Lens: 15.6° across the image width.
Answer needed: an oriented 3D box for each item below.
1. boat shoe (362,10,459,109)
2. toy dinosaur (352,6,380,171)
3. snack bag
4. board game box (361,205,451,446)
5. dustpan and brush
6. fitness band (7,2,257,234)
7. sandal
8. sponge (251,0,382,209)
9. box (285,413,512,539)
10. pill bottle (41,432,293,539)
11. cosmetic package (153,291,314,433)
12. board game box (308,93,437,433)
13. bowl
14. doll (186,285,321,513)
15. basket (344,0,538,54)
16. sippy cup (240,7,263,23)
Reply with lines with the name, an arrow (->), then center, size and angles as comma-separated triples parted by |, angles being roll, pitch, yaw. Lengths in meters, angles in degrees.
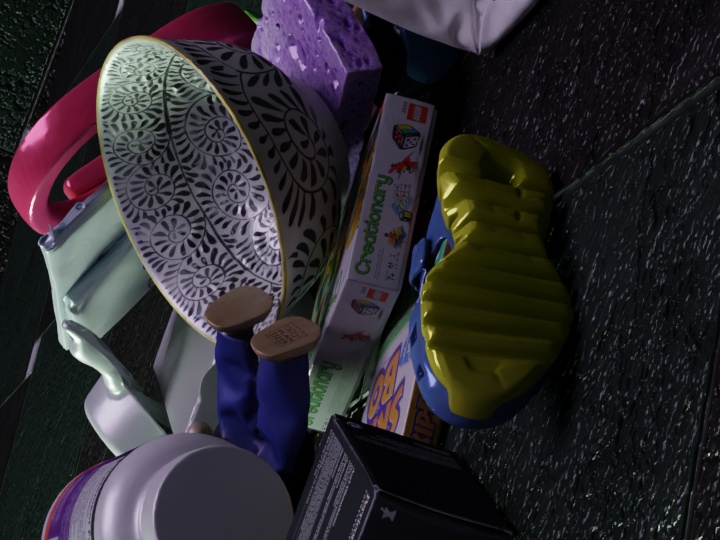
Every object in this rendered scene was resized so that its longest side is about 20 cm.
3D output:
boat shoe -> 0.019, -0.190, 1.691 | 0.069, 0.084, 0.201 | -45, 27, 40
toy dinosaur -> -0.022, -0.110, 1.774 | 0.136, 0.085, 0.201 | 107, 150, -52
snack bag -> -0.135, -0.040, 1.754 | 0.189, 0.021, 0.200 | -44, -14, -17
board game box -> 0.029, 0.060, 1.476 | 0.096, 0.030, 0.201 | 142, 140, -69
dustpan and brush -> -0.158, 0.094, 1.811 | 0.057, 0.200, 0.140 | -45, 47, 6
fitness band -> -0.144, -0.098, 1.713 | 0.200, 0.037, 0.144 | -37, -15, -18
sandal -> 0.059, 0.019, 1.318 | 0.200, 0.079, 0.087 | -78, 9, -56
sponge -> -0.038, -0.097, 1.658 | 0.112, 0.030, 0.200 | 59, 151, 31
box -> -0.004, 0.192, 1.329 | 0.141, 0.078, 0.201 | -122, 51, -76
pill bottle -> -0.109, 0.153, 1.517 | 0.200, 0.111, 0.112 | 153, 133, -66
cosmetic package -> -0.080, 0.059, 1.784 | 0.200, 0.090, 0.107 | -124, 54, -69
board game box -> 0.000, 0.000, 1.570 | 0.200, 0.034, 0.127 | 112, 171, -60
bowl -> -0.068, -0.062, 1.591 | 0.201, 0.094, 0.202 | 39, 142, 39
doll -> -0.052, 0.112, 1.557 | 0.136, 0.048, 0.201 | 31, 137, 35
basket -> 0.021, -0.234, 1.509 | 0.136, 0.199, 0.124 | 136, 154, -63
sippy cup -> -0.092, -0.123, 1.952 | 0.178, 0.130, 0.140 | -142, 71, -76
